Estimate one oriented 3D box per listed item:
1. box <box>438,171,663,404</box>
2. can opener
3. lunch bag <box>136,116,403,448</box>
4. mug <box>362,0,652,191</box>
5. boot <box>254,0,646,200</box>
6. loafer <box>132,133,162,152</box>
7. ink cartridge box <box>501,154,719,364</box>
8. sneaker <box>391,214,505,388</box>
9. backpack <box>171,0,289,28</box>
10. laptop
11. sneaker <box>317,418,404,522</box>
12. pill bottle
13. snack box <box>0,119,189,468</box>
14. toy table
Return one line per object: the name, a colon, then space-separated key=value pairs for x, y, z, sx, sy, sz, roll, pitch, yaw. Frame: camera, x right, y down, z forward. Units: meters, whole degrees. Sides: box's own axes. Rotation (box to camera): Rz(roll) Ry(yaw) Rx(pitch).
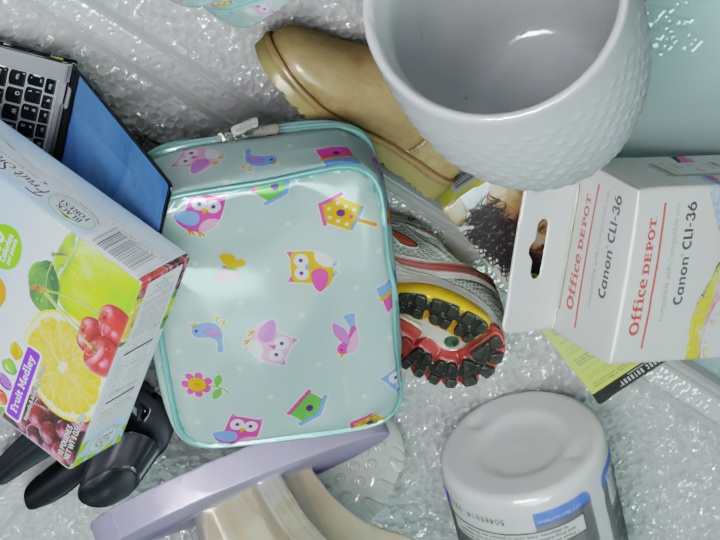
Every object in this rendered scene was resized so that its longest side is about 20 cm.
box: x=0.128 y=-0.006 z=1.793 sx=0.075 sy=0.050 sz=0.200 roll=-34 pitch=125 yaw=11
can opener: x=-0.180 y=0.109 z=1.753 sx=0.063 sy=0.079 sz=0.200 roll=48 pitch=147 yaw=-14
lunch bag: x=-0.058 y=0.006 z=1.660 sx=0.159 sy=0.077 sz=0.201 roll=-8 pitch=123 yaw=-1
mug: x=0.105 y=-0.141 z=1.566 sx=0.200 sy=0.147 sz=0.175 roll=-55 pitch=158 yaw=-7
boot: x=0.059 y=-0.154 z=1.672 sx=0.175 sy=0.066 sz=0.200 roll=30 pitch=113 yaw=-39
loafer: x=-0.166 y=-0.001 z=1.729 sx=0.072 sy=0.073 sz=0.200 roll=33 pitch=109 yaw=-6
ink cartridge box: x=0.192 y=-0.007 z=1.747 sx=0.199 sy=0.067 sz=0.117 roll=-3 pitch=110 yaw=-31
sneaker: x=0.000 y=0.000 z=1.759 sx=0.199 sy=0.082 sz=0.078 roll=30 pitch=123 yaw=-11
backpack: x=-0.051 y=-0.228 z=1.541 sx=0.200 sy=0.167 sz=0.126 roll=-35 pitch=129 yaw=19
laptop: x=-0.217 y=-0.024 z=1.637 sx=0.199 sy=0.116 sz=0.188 roll=14 pitch=120 yaw=-4
sneaker: x=-0.051 y=0.169 z=1.865 sx=0.076 sy=0.080 sz=0.200 roll=44 pitch=88 yaw=-5
pill bottle: x=0.126 y=0.191 z=1.889 sx=0.113 sy=0.114 sz=0.201 roll=-16 pitch=126 yaw=-1
snack box: x=-0.206 y=-0.001 z=1.599 sx=0.200 sy=0.053 sz=0.143 roll=36 pitch=124 yaw=17
toy table: x=-0.055 y=0.173 z=1.747 sx=0.199 sy=0.118 sz=0.184 roll=-23 pitch=171 yaw=-12
